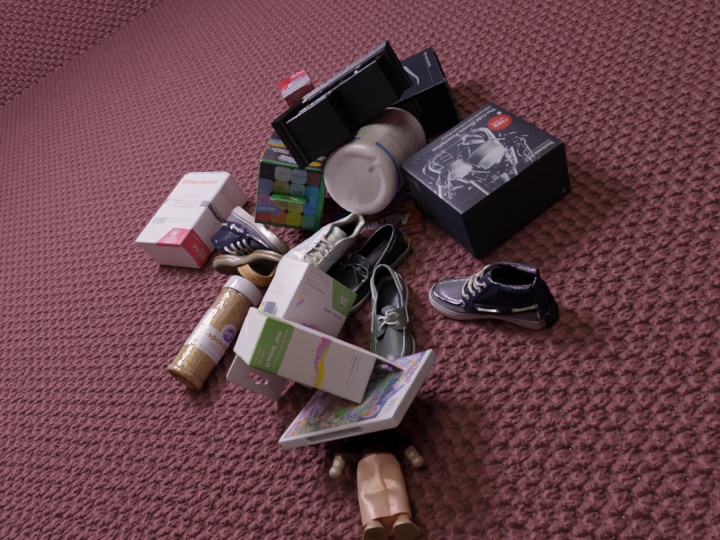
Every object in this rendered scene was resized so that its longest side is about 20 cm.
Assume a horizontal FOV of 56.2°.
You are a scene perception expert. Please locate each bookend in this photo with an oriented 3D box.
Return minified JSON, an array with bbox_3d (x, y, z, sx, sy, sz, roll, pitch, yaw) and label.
[{"bbox_3d":[-0.026,-0.282,1.137,0.198,0.092,0.200,-28,17,21],"label":"bookend"}]

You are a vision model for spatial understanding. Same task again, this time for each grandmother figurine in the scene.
[{"bbox_3d":[0.019,0.248,0.872,0.120,0.061,0.201,-1,41,-6],"label":"grandmother figurine"}]

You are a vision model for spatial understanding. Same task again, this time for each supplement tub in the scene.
[{"bbox_3d":[0.029,-0.196,1.188,0.131,0.133,0.200,-5,27,28],"label":"supplement tub"}]

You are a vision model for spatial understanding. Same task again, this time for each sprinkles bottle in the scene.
[{"bbox_3d":[-0.249,0.105,1.162,0.068,0.068,0.201,10,57,38],"label":"sprinkles bottle"}]

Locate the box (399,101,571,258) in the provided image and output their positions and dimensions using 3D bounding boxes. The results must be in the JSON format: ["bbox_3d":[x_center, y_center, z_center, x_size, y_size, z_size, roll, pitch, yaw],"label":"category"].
[{"bbox_3d":[0.200,-0.151,1.088,0.199,0.104,0.182,-36,45,-8],"label":"box"}]

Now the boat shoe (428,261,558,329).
[{"bbox_3d":[0.176,0.022,0.958,0.199,0.093,0.075,5,53,35],"label":"boat shoe"}]

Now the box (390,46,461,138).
[{"bbox_3d":[0.083,-0.332,1.346,0.199,0.105,0.149,-21,42,13],"label":"box"}]

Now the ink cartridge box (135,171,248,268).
[{"bbox_3d":[-0.352,-0.109,1.419,0.145,0.085,0.201,5,55,35],"label":"ink cartridge box"}]

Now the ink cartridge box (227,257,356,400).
[{"bbox_3d":[-0.101,0.097,1.007,0.067,0.117,0.201,16,77,47],"label":"ink cartridge box"}]

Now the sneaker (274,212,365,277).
[{"bbox_3d":[-0.066,-0.035,1.106,0.200,0.070,0.080,-45,-1,-37],"label":"sneaker"}]

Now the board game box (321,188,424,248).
[{"bbox_3d":[0.020,-0.090,1.219,0.198,0.019,0.104,-14,46,20],"label":"board game box"}]

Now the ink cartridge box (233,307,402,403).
[{"bbox_3d":[-0.058,0.118,0.897,0.068,0.199,0.117,-69,19,-4],"label":"ink cartridge box"}]

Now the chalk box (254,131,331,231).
[{"bbox_3d":[-0.122,-0.154,1.226,0.124,0.125,0.201,9,31,-3],"label":"chalk box"}]

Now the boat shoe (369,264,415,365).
[{"bbox_3d":[0.039,0.076,1.015,0.072,0.062,0.201,-14,45,17],"label":"boat shoe"}]

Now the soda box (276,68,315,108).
[{"bbox_3d":[-0.089,-0.294,1.343,0.063,0.201,0.070,-29,42,2],"label":"soda box"}]

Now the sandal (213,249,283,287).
[{"bbox_3d":[-0.192,0.003,1.224,0.199,0.080,0.054,-3,66,34],"label":"sandal"}]

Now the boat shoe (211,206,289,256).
[{"bbox_3d":[-0.213,-0.049,1.283,0.093,0.075,0.200,-49,37,-7],"label":"boat shoe"}]

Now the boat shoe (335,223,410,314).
[{"bbox_3d":[0.000,0.000,1.114,0.200,0.062,0.074,-44,44,-11],"label":"boat shoe"}]

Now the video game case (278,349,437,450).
[{"bbox_3d":[-0.004,0.173,0.903,0.199,0.018,0.143,-22,16,36],"label":"video game case"}]

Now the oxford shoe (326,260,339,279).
[{"bbox_3d":[-0.099,0.021,1.139,0.072,0.085,0.201,5,52,37],"label":"oxford shoe"}]
